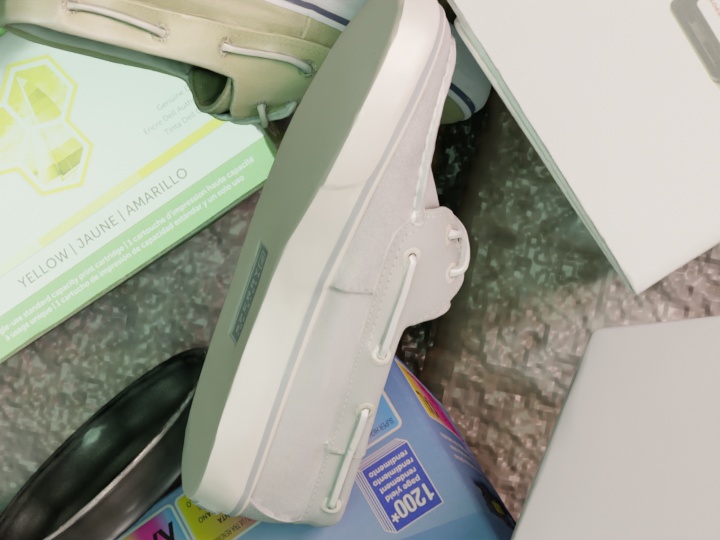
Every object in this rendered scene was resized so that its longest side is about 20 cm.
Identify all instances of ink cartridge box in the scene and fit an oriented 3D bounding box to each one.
[{"bbox_3d":[0.012,0.150,1.064,0.136,0.076,0.200,-36,62,7],"label":"ink cartridge box"},{"bbox_3d":[-0.138,-0.083,1.119,0.146,0.048,0.200,-34,93,8],"label":"ink cartridge box"},{"bbox_3d":[0.142,-0.108,1.038,0.200,0.147,0.146,-32,91,8],"label":"ink cartridge box"}]

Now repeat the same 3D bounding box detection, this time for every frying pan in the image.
[{"bbox_3d":[-0.123,0.098,1.098,0.190,0.115,0.031,-42,103,8],"label":"frying pan"}]

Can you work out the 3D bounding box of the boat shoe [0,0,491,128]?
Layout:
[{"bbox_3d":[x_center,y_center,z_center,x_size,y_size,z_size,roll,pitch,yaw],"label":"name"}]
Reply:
[{"bbox_3d":[-0.044,-0.084,1.065,0.200,0.072,0.062,20,81,-26],"label":"boat shoe"}]

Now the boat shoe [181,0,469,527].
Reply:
[{"bbox_3d":[0.000,0.000,1.013,0.069,0.072,0.200,16,102,-17],"label":"boat shoe"}]

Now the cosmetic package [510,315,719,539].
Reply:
[{"bbox_3d":[0.187,0.114,0.972,0.199,0.123,0.200,-7,137,38],"label":"cosmetic package"}]
